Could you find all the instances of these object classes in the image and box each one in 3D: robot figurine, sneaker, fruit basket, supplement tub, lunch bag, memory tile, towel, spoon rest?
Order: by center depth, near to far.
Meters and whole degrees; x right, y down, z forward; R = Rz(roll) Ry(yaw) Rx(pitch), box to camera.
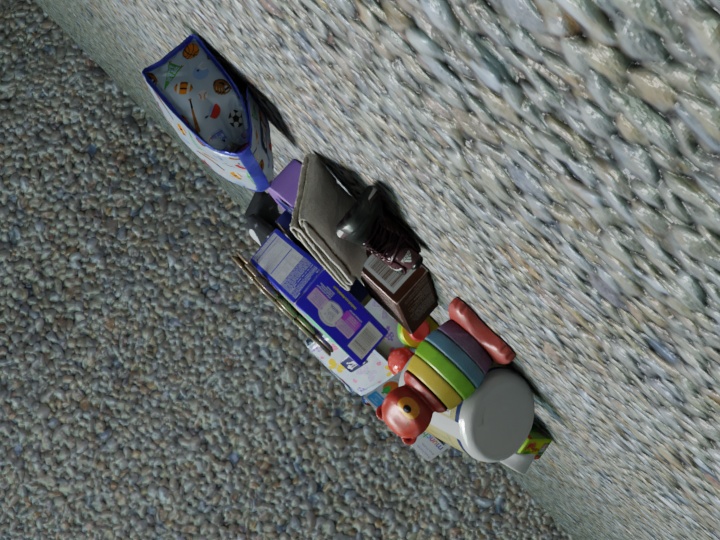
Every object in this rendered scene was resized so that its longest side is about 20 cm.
[{"bbox_3d":[0.035,-0.045,1.379,0.115,0.076,0.200,40,-175,1],"label":"sneaker"},{"bbox_3d":[-0.040,-0.071,1.484,0.133,0.034,0.201,49,-156,-26],"label":"towel"},{"bbox_3d":[-0.205,-0.218,1.576,0.201,0.123,0.170,51,176,17],"label":"lunch bag"},{"bbox_3d":[0.162,0.204,1.688,0.145,0.145,0.199,47,165,-31],"label":"supplement tub"},{"bbox_3d":[-0.127,0.054,1.758,0.200,0.017,0.153,47,177,-33],"label":"memory tile"},{"bbox_3d":[0.134,0.214,1.850,0.185,0.198,0.095,41,147,38],"label":"fruit basket"},{"bbox_3d":[0.211,0.284,1.884,0.199,0.100,0.060,33,-169,33],"label":"spoon rest"},{"bbox_3d":[0.013,0.124,2.060,0.170,0.200,0.127,47,174,-24],"label":"lunch bag"},{"bbox_3d":[-0.144,-0.083,2.130,0.200,0.149,0.126,42,153,33],"label":"robot figurine"}]

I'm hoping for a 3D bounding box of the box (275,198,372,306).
[{"bbox_3d":[-0.068,-0.029,1.746,0.200,0.032,0.121,50,172,-34],"label":"box"}]

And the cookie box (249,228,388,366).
[{"bbox_3d":[-0.069,0.040,1.692,0.171,0.075,0.200,46,176,-32],"label":"cookie box"}]

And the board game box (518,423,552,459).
[{"bbox_3d":[0.247,0.263,1.961,0.200,0.048,0.101,42,-163,32],"label":"board game box"}]

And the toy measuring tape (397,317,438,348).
[{"bbox_3d":[0.128,0.137,1.979,0.200,0.074,0.074,46,175,-6],"label":"toy measuring tape"}]

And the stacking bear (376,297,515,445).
[{"bbox_3d":[0.111,0.157,1.555,0.121,0.200,0.114,43,175,5],"label":"stacking bear"}]

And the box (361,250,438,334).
[{"bbox_3d":[0.057,0.021,1.644,0.100,0.075,0.200,43,172,17],"label":"box"}]

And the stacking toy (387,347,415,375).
[{"bbox_3d":[0.119,0.192,2.015,0.085,0.086,0.199,40,-173,38],"label":"stacking toy"}]

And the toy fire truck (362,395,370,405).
[{"bbox_3d":[0.079,0.209,2.191,0.112,0.166,0.202,47,-150,-30],"label":"toy fire truck"}]

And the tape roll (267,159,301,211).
[{"bbox_3d":[-0.065,-0.089,1.779,0.200,0.066,0.200,46,175,5],"label":"tape roll"}]
